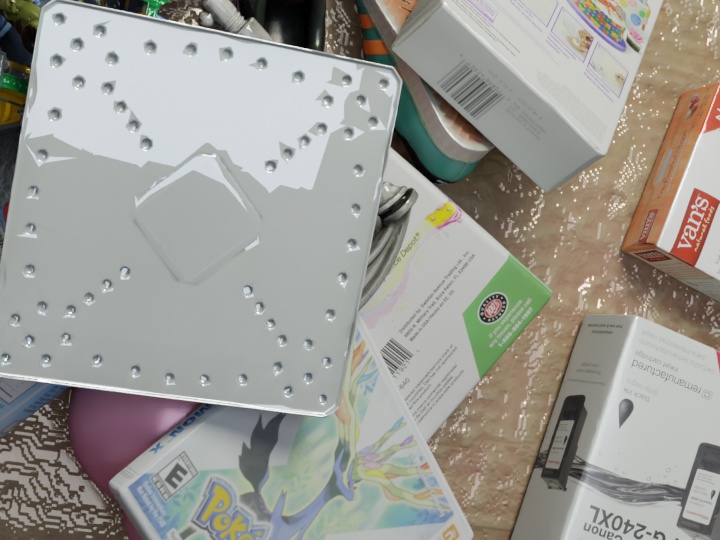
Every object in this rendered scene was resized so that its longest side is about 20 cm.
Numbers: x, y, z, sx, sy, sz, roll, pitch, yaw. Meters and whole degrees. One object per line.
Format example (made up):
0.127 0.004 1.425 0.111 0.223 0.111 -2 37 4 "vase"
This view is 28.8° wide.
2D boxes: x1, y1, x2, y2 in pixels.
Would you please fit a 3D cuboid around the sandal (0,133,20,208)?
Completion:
-0.221 -0.054 0.896 0.198 0.043 0.077 -11 85 -8 "sandal"

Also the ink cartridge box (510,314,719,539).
0.205 0.150 1.002 0.144 0.083 0.202 22 82 -16 "ink cartridge box"

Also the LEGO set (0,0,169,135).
-0.210 -0.140 0.797 0.199 0.115 0.155 7 84 -42 "LEGO set"

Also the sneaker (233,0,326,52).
-0.054 -0.200 0.925 0.080 0.086 0.202 -15 93 -19 "sneaker"

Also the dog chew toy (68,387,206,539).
-0.103 0.136 0.888 0.124 0.124 0.202 -25 104 -17 "dog chew toy"

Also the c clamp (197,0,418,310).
-0.039 -0.069 0.803 0.171 0.027 0.201 -40 106 -8 "c clamp"

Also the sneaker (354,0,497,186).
0.026 -0.150 0.962 0.071 0.080 0.201 -10 70 -33 "sneaker"

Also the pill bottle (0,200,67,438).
-0.200 0.022 0.832 0.199 0.109 0.109 -36 100 3 "pill bottle"

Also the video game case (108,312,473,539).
-0.033 0.148 0.857 0.182 0.022 0.201 -39 118 -23 "video game case"

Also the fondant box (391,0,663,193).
0.119 -0.169 0.947 0.144 0.058 0.201 41 46 -13 "fondant box"

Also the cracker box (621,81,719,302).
0.310 -0.035 1.055 0.199 0.058 0.135 25 81 -15 "cracker box"

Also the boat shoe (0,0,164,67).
-0.198 -0.156 0.877 0.199 0.084 0.069 24 71 -14 "boat shoe"

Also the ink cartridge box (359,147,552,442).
0.000 0.000 0.904 0.200 0.084 0.145 39 95 -24 "ink cartridge box"

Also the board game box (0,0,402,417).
-0.091 -0.030 0.769 0.198 0.026 0.202 9 98 -17 "board game box"
